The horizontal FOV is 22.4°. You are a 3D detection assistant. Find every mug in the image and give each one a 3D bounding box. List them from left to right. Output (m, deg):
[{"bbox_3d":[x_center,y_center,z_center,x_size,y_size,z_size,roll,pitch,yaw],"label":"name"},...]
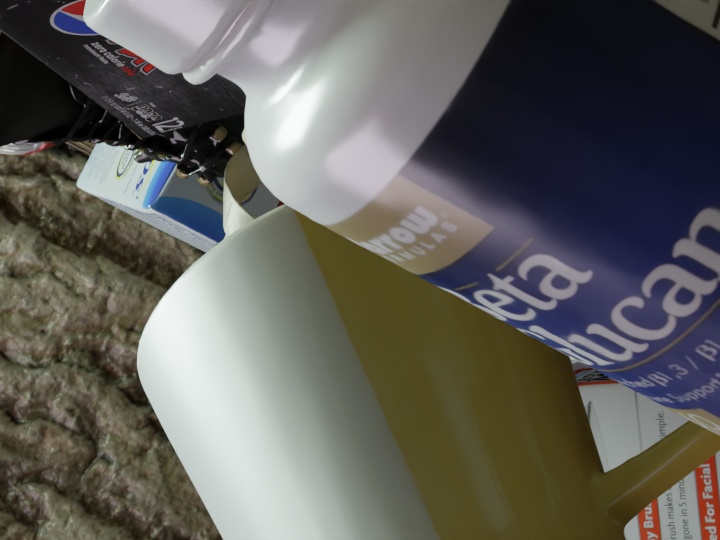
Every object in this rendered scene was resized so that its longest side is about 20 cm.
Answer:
[{"bbox_3d":[0.025,0.061,0.601,0.148,0.187,0.154,0,-128,-35],"label":"mug"}]

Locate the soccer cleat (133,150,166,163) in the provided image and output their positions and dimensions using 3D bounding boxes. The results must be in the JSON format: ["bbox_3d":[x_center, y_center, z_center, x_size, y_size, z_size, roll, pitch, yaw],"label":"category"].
[{"bbox_3d":[-0.108,-0.115,0.926,0.086,0.070,0.200,-20,161,9],"label":"soccer cleat"}]

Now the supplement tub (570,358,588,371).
[{"bbox_3d":[0.154,0.065,0.911,0.199,0.141,0.140,20,-179,-33],"label":"supplement tub"}]

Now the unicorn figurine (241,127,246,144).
[{"bbox_3d":[0.020,-0.062,0.619,0.199,0.075,0.137,18,-176,24],"label":"unicorn figurine"}]

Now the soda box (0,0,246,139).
[{"bbox_3d":[-0.083,-0.107,0.641,0.070,0.064,0.200,-13,167,10],"label":"soda box"}]

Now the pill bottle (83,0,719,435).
[{"bbox_3d":[0.042,-0.046,0.423,0.199,0.112,0.111,27,176,-16],"label":"pill bottle"}]

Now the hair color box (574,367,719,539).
[{"bbox_3d":[0.177,0.089,0.715,0.198,0.112,0.064,-5,-176,22],"label":"hair color box"}]

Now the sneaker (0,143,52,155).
[{"bbox_3d":[-0.218,-0.139,0.905,0.200,0.078,0.082,48,167,-7],"label":"sneaker"}]

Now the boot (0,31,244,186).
[{"bbox_3d":[-0.104,-0.067,0.760,0.138,0.077,0.201,39,-142,-12],"label":"boot"}]

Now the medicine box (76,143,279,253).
[{"bbox_3d":[-0.069,-0.053,1.211,0.181,0.104,0.200,28,176,-23],"label":"medicine box"}]

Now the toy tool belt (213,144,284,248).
[{"bbox_3d":[0.000,0.000,0.757,0.124,0.124,0.200,25,-152,8],"label":"toy tool belt"}]
